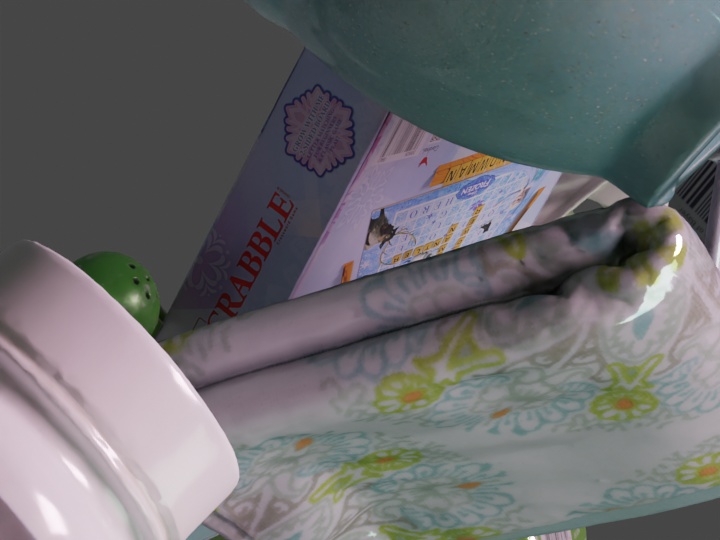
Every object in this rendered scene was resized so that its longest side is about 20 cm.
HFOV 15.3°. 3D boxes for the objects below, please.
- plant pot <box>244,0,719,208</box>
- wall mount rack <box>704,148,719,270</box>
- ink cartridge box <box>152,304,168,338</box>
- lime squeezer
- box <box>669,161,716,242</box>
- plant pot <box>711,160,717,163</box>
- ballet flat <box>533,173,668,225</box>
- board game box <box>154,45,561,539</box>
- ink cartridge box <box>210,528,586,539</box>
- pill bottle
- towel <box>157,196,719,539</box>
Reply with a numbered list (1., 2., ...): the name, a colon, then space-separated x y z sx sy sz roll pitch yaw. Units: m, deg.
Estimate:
1. plant pot: 0.079 -0.105 0.772 0.200 0.134 0.200 -44 174 -6
2. wall mount rack: 0.177 -0.051 0.915 0.200 0.075 0.174 -37 -178 -40
3. ink cartridge box: -0.131 0.115 1.144 0.200 0.076 0.148 -43 174 -5
4. lime squeezer: -0.101 0.028 0.925 0.071 0.038 0.200 -44 175 -14
5. box: 0.205 -0.116 1.328 0.200 0.184 0.105 -40 172 -33
6. plant pot: 0.198 -0.149 1.053 0.201 0.200 0.161 -47 -175 26
7. ballet flat: 0.092 -0.028 1.156 0.200 0.070 0.069 -41 176 23
8. board game box: 0.000 0.000 0.998 0.200 0.041 0.200 -16 139 -60
9. ink cartridge box: -0.014 0.115 1.102 0.198 0.060 0.104 -12 -177 15
10. pill bottle: -0.135 0.091 0.737 0.200 0.114 0.114 -42 174 -17
11. towel: 0.035 0.048 0.883 0.199 0.049 0.171 -17 155 16
